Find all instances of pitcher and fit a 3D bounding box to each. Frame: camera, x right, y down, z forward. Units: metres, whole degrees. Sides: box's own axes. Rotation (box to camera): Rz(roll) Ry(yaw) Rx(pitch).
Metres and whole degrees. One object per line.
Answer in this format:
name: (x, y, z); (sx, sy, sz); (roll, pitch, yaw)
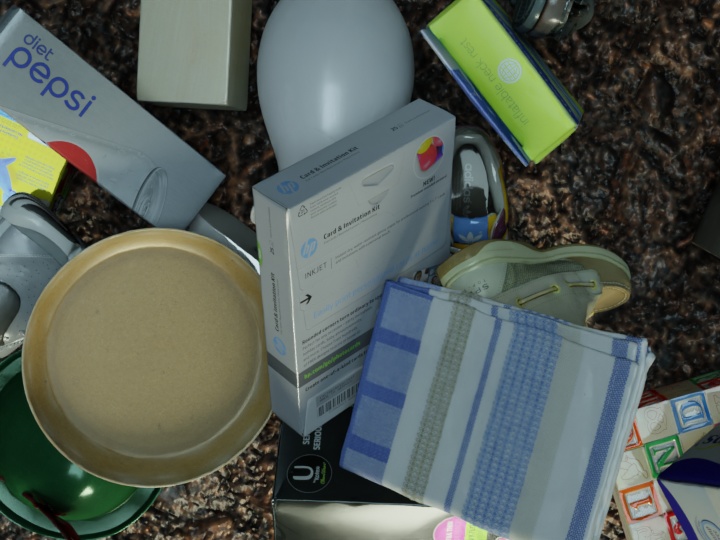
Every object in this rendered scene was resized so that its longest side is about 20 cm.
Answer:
pitcher: (-0.006, -0.112, 0.961); (0.121, 0.171, 0.201); (-15, 61, 34)

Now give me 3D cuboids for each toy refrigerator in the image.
toy refrigerator: (-0.127, -0.231, 0.991); (0.075, 0.070, 0.202); (3, 93, 9)

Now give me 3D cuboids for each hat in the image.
hat: (-0.236, 0.154, 0.962); (0.199, 0.176, 0.167); (21, 95, 1)

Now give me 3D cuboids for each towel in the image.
towel: (0.084, 0.093, 0.826); (0.199, 0.024, 0.148); (15, 90, 33)

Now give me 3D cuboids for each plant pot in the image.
plant pot: (-0.156, 0.065, 0.954); (0.199, 0.027, 0.202); (-2, 100, -14)

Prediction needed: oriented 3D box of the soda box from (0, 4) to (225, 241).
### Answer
soda box: (-0.202, -0.110, 0.949); (0.200, 0.063, 0.068); (40, 87, -24)

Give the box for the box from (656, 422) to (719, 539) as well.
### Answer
box: (0.354, 0.177, 0.930); (0.199, 0.105, 0.185); (-33, 99, -24)

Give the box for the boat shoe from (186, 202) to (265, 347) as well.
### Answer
boat shoe: (-0.075, 0.032, 1.007); (0.200, 0.072, 0.069); (38, 109, -3)

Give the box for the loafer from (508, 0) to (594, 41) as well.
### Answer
loafer: (0.149, -0.206, 0.916); (0.063, 0.200, 0.072); (21, 109, -3)

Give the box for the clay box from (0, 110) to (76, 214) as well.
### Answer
clay box: (-0.302, -0.066, 1.009); (0.114, 0.048, 0.201); (24, 95, -2)

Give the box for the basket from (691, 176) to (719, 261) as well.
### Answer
basket: (0.353, -0.077, 0.951); (0.180, 0.136, 0.201); (31, 98, -5)

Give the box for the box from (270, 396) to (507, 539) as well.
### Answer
box: (0.037, 0.173, 0.951); (0.198, 0.125, 0.149); (3, 133, 2)

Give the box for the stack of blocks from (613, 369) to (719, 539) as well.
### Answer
stack of blocks: (0.269, 0.194, 1.004); (0.114, 0.059, 0.201); (-17, 93, 3)

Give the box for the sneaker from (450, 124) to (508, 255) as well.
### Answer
sneaker: (0.082, -0.013, 0.983); (0.074, 0.090, 0.202); (-6, 93, 3)

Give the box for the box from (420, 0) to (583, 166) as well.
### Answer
box: (0.109, -0.144, 0.918); (0.048, 0.200, 0.122); (-38, 91, 15)

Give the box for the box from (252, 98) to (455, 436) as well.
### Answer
box: (0.000, 0.000, 0.882); (0.041, 0.155, 0.201); (33, 140, 35)

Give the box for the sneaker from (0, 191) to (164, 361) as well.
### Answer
sneaker: (-0.233, 0.042, 0.984); (0.116, 0.075, 0.200); (-46, 113, -4)

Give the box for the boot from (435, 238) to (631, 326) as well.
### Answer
boot: (0.152, 0.059, 0.918); (0.072, 0.199, 0.155); (-38, 62, 37)
